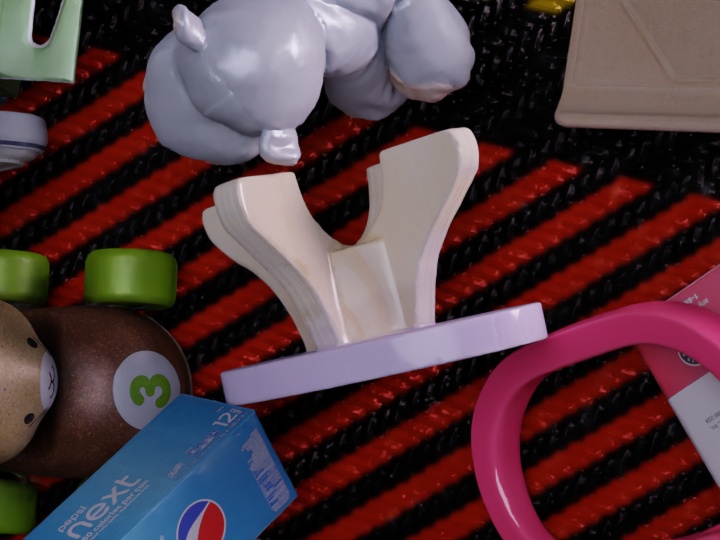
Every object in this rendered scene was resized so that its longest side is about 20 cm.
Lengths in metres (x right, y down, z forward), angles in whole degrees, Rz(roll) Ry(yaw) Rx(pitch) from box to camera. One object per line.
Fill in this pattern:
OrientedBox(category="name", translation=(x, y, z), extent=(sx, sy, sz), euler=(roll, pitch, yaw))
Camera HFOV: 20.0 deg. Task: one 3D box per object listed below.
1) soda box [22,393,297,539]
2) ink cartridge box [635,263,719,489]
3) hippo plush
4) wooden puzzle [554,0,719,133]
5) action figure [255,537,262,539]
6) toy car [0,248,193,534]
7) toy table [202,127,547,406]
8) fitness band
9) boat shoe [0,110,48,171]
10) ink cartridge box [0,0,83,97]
OrientedBox(category="soda box", translation=(-0.128, 0.154, 1.080), extent=(0.068, 0.064, 0.200), euler=(9, 42, 46))
OrientedBox(category="ink cartridge box", translation=(0.257, 0.074, 1.058), extent=(0.145, 0.084, 0.200), euler=(-38, 75, 35))
OrientedBox(category="hippo plush", translation=(-0.026, -0.116, 1.102), extent=(0.159, 0.200, 0.161), euler=(45, 55, -18))
OrientedBox(category="wooden puzzle", translation=(0.203, -0.170, 1.126), extent=(0.185, 0.037, 0.201), euler=(6, 81, 40))
OrientedBox(category="action figure", translation=(-0.151, 0.220, 1.129), extent=(0.199, 0.134, 0.149), euler=(-12, 57, 25))
OrientedBox(category="toy car", translation=(-0.190, 0.062, 1.117), extent=(0.157, 0.200, 0.165), euler=(0, 83, 12))
OrientedBox(category="toy table", translation=(0.000, 0.000, 1.109), extent=(0.199, 0.184, 0.117), euler=(-14, 88, 26))
OrientedBox(category="fitness band", translation=(0.142, 0.095, 1.081), extent=(0.200, 0.037, 0.144), euler=(-23, 83, 44))
OrientedBox(category="boat shoe", translation=(-0.279, -0.043, 1.215), extent=(0.201, 0.075, 0.086), euler=(-7, 81, 13))
OrientedBox(category="ink cartridge box", translation=(-0.253, -0.164, 1.233), extent=(0.199, 0.059, 0.104), euler=(5, 84, 12))
